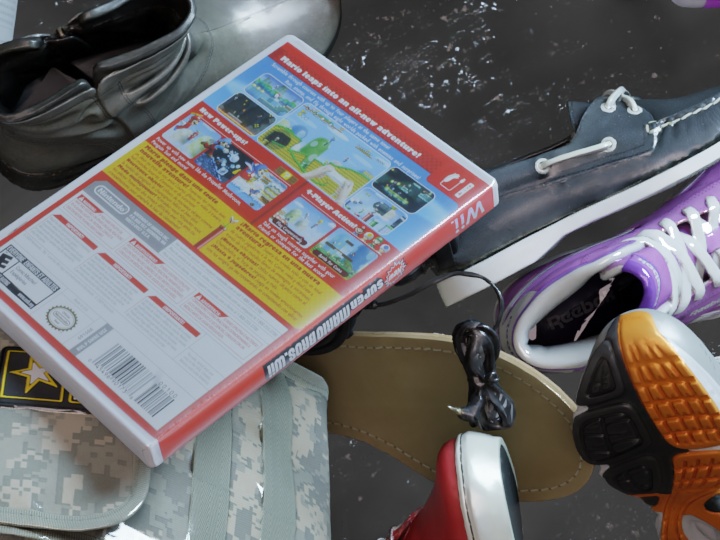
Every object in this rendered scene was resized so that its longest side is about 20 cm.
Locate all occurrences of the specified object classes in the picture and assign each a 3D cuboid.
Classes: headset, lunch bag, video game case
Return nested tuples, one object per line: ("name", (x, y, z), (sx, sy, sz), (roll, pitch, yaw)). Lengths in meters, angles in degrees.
("headset", (0.000, 0.000, 0.978), (0.123, 0.200, 0.094), (-34, 130, -19))
("lunch bag", (-0.113, 0.090, 0.938), (0.199, 0.165, 0.117), (31, 125, -28))
("video game case", (-0.059, -0.016, 0.922), (0.200, 0.018, 0.143), (-37, 54, -23))

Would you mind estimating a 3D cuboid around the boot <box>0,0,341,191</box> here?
("boot", (-0.086, -0.102, 0.983), (0.199, 0.131, 0.068), (-28, 85, -14))

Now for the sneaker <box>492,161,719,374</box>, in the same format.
("sneaker", (0.159, -0.004, 1.007), (0.200, 0.114, 0.073), (-31, 90, 1))

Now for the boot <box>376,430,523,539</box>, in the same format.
("boot", (0.007, 0.148, 0.992), (0.143, 0.201, 0.073), (0, 50, 3))

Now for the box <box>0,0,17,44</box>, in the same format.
("box", (-0.245, -0.056, 1.020), (0.123, 0.097, 0.202), (9, 92, 0))

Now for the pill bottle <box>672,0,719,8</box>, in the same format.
("pill bottle", (0.243, -0.180, 1.001), (0.198, 0.104, 0.105), (-2, 93, 1))

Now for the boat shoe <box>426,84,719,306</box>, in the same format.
("boat shoe", (0.113, -0.054, 1.022), (0.199, 0.076, 0.061), (-29, 90, 4))

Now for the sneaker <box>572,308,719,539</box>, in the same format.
("sneaker", (0.154, 0.066, 0.989), (0.075, 0.200, 0.093), (-4, 53, 24))

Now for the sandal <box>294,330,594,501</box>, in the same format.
("sandal", (0.025, 0.055, 1.039), (0.210, 0.070, 0.078), (8, 111, 22))
